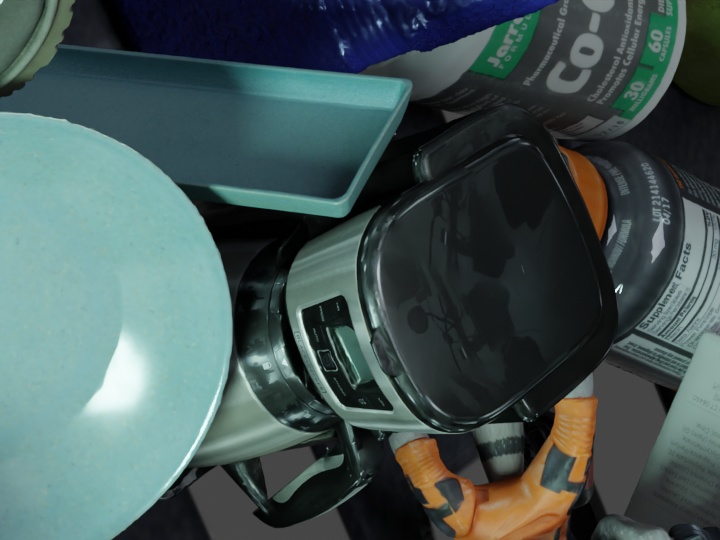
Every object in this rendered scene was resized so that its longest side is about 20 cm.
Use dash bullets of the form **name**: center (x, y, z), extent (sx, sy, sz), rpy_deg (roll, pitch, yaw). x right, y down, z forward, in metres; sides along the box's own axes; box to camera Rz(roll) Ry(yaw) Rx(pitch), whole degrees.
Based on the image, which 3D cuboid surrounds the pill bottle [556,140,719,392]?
- **pill bottle**: center (0.146, -0.001, 1.242), extent (0.199, 0.106, 0.107), rpy_deg (23, 65, -40)

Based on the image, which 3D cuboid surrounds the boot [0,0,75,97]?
- **boot**: center (-0.215, -0.067, 0.849), extent (0.199, 0.182, 0.073), rpy_deg (-14, 72, -50)

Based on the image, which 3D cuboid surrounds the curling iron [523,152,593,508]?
- **curling iron**: center (0.091, 0.034, 1.164), extent (0.026, 0.049, 0.201), rpy_deg (-51, 147, -48)

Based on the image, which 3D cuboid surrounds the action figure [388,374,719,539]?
- **action figure**: center (0.104, 0.116, 1.134), extent (0.199, 0.105, 0.195), rpy_deg (-16, 103, -4)

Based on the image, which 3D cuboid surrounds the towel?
- **towel**: center (-0.022, -0.155, 1.047), extent (0.149, 0.199, 0.050), rpy_deg (66, 28, -11)

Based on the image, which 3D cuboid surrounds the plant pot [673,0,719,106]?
- **plant pot**: center (0.256, -0.172, 1.337), extent (0.200, 0.184, 0.202), rpy_deg (13, 71, -42)

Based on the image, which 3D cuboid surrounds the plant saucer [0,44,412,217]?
- **plant saucer**: center (-0.077, -0.056, 0.975), extent (0.070, 0.199, 0.019), rpy_deg (-61, 145, -35)

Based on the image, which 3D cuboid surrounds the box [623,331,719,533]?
- **box**: center (0.212, 0.155, 1.216), extent (0.152, 0.106, 0.201), rpy_deg (22, 93, -41)

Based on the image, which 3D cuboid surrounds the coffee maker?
- **coffee maker**: center (0.000, 0.000, 1.025), extent (0.135, 0.199, 0.193), rpy_deg (48, 51, -27)

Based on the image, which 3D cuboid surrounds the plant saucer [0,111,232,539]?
- **plant saucer**: center (-0.149, 0.027, 0.930), extent (0.200, 0.039, 0.202), rpy_deg (-9, 118, -18)

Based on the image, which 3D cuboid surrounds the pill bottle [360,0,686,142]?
- **pill bottle**: center (0.055, -0.131, 1.174), extent (0.199, 0.113, 0.114), rpy_deg (9, 74, -44)
